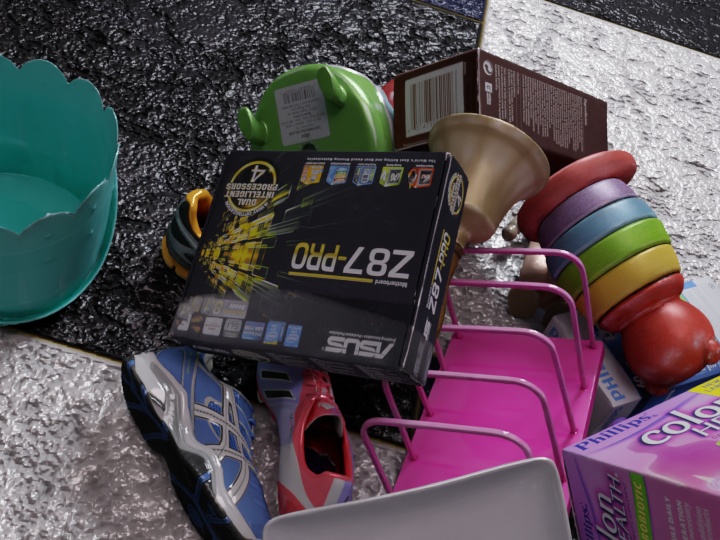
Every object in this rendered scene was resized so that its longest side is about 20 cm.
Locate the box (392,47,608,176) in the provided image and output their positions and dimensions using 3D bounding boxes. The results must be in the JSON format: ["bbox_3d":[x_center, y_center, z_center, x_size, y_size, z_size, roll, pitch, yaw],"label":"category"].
[{"bbox_3d":[0.130,-0.131,0.803,0.199,0.100,0.076,5,82,-43],"label":"box"}]

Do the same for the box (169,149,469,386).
[{"bbox_3d":[-0.031,-0.009,0.660,0.198,0.049,0.163,6,72,28],"label":"box"}]

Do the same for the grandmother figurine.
[{"bbox_3d":[0.208,-0.032,0.912,0.120,0.061,0.201,26,51,-7],"label":"grandmother figurine"}]

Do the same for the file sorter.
[{"bbox_3d":[0.101,0.088,0.699,0.138,0.126,0.201,2,43,26],"label":"file sorter"}]

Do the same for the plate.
[{"bbox_3d":[0.050,0.239,0.578,0.198,0.032,0.202,-12,87,-4],"label":"plate"}]

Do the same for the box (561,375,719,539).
[{"bbox_3d":[0.272,0.152,0.595,0.174,0.200,0.098,-17,97,-25],"label":"box"}]

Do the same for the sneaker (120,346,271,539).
[{"bbox_3d":[-0.105,0.134,0.664,0.077,0.076,0.201,-20,64,-32],"label":"sneaker"}]

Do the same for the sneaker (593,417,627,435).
[{"bbox_3d":[0.289,0.173,0.748,0.198,0.084,0.081,13,49,-8],"label":"sneaker"}]

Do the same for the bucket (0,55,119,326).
[{"bbox_3d":[-0.299,-0.063,0.727,0.205,0.135,0.209,8,50,-9],"label":"bucket"}]

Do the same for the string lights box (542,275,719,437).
[{"bbox_3d":[0.275,0.078,0.839,0.198,0.059,0.103,-11,55,-25],"label":"string lights box"}]

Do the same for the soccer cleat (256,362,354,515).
[{"bbox_3d":[-0.038,0.110,0.686,0.066,0.077,0.201,15,36,-22],"label":"soccer cleat"}]

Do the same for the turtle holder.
[{"bbox_3d":[-0.013,-0.095,0.810,0.186,0.141,0.131,54,27,11],"label":"turtle holder"}]

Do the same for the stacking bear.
[{"bbox_3d":[0.232,0.008,0.776,0.113,0.121,0.201,5,51,-56],"label":"stacking bear"}]

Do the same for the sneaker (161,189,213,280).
[{"bbox_3d":[-0.085,-0.003,0.784,0.198,0.078,0.079,24,47,2],"label":"sneaker"}]

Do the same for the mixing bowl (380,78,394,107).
[{"bbox_3d":[0.075,-0.133,0.920,0.198,0.109,0.202,9,50,-10],"label":"mixing bowl"}]

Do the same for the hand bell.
[{"bbox_3d":[0.065,-0.008,0.677,0.103,0.104,0.201,24,67,3],"label":"hand bell"}]
